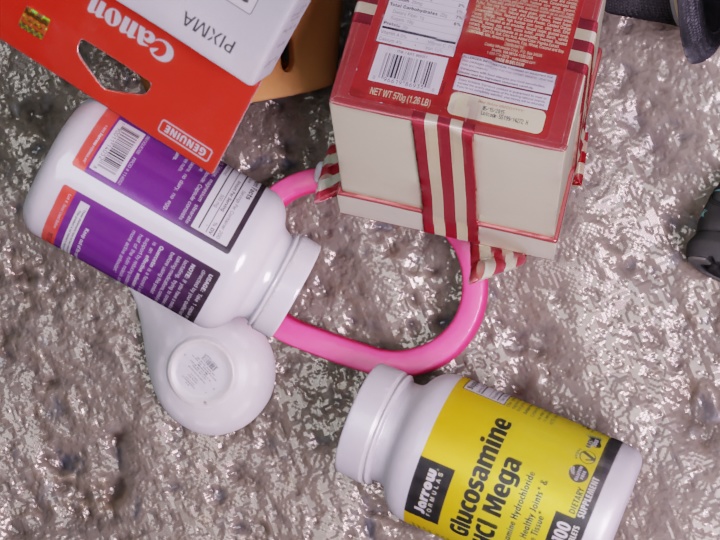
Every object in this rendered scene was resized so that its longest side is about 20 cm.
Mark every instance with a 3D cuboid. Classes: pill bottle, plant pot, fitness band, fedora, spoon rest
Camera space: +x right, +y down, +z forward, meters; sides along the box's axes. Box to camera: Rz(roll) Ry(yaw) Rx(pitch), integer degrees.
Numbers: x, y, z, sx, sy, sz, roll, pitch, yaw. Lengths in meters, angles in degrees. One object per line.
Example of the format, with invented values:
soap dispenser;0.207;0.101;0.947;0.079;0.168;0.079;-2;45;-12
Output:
pill bottle;-0.133;-0.033;1.099;0.199;0.112;0.113;30;93;-5
plant pot;-0.096;-0.196;1.118;0.199;0.200;0.141;-5;102;12
fitness band;0.000;0.000;1.151;0.199;0.037;0.144;18;91;14
pill bottle;0.088;0.142;1.082;0.199;0.112;0.113;21;91;13
fedora;0.206;-0.245;1.054;0.091;0.200;0.202;6;87;24
spoon rest;-0.146;0.038;1.179;0.099;0.061;0.200;-39;92;9

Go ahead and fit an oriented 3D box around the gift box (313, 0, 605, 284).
gift box;0.067;-0.111;1.057;0.184;0.187;0.201;17;70;11

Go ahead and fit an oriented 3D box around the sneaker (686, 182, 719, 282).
sneaker;0.322;-0.025;1.044;0.199;0.075;0.080;11;73;33

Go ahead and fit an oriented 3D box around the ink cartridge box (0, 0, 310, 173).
ink cartridge box;-0.147;-0.181;1.011;0.199;0.044;0.174;32;112;3
